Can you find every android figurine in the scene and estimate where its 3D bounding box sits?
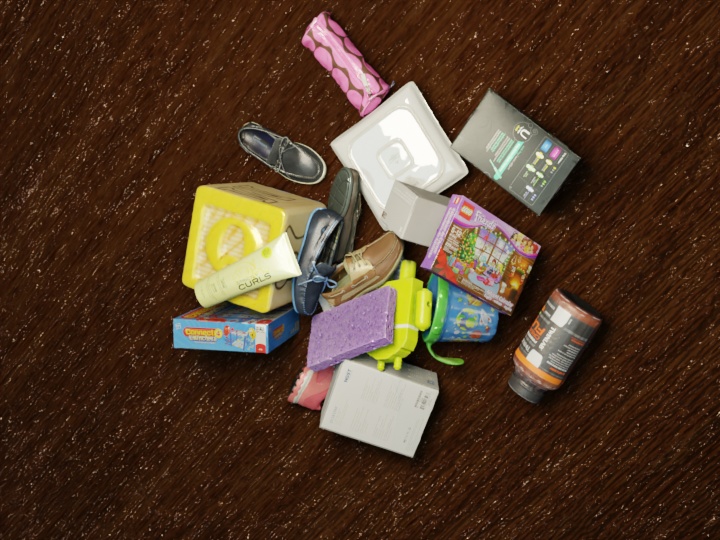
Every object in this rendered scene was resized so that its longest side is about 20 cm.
[{"bbox_3d":[0.061,0.086,1.550,0.180,0.041,0.206,-13,66,46],"label":"android figurine"}]

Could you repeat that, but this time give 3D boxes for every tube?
[{"bbox_3d":[-0.201,0.006,1.457,0.196,0.053,0.058,-23,128,17],"label":"tube"}]

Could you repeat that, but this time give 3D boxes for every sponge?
[{"bbox_3d":[-0.017,0.109,1.547,0.197,0.114,0.030,-23,136,34],"label":"sponge"}]

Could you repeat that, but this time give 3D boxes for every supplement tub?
[{"bbox_3d":[0.353,0.143,1.529,0.106,0.107,0.203,31,104,7],"label":"supplement tub"}]

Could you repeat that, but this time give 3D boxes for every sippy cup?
[{"bbox_3d":[0.190,0.075,1.549,0.127,0.142,0.180,9,133,-6],"label":"sippy cup"}]

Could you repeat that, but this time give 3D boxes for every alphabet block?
[{"bbox_3d":[-0.198,-0.051,1.578,0.192,0.199,0.201,15,101,18],"label":"alphabet block"}]

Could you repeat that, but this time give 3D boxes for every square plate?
[{"bbox_3d":[0.069,-0.209,1.536,0.198,0.028,0.201,-33,89,18],"label":"square plate"}]

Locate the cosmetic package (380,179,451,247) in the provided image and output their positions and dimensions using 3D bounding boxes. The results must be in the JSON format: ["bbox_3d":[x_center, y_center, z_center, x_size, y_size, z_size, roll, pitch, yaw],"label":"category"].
[{"bbox_3d":[0.146,-0.087,1.497,0.196,0.107,0.092,17,105,-30],"label":"cosmetic package"}]

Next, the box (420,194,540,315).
[{"bbox_3d":[0.214,-0.025,1.454,0.197,0.039,0.140,27,85,-27],"label":"box"}]

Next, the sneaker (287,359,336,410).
[{"bbox_3d":[-0.071,0.200,1.668,0.085,0.074,0.202,29,117,-8],"label":"sneaker"}]

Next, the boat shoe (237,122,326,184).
[{"bbox_3d":[-0.158,-0.228,1.623,0.197,0.062,0.076,30,103,6],"label":"boat shoe"}]

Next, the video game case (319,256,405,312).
[{"bbox_3d":[0.019,0.060,1.643,0.196,0.023,0.186,-24,92,16],"label":"video game case"}]

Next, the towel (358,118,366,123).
[{"bbox_3d":[0.068,-0.202,1.577,0.109,0.048,0.205,-14,96,16],"label":"towel"}]

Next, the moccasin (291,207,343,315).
[{"bbox_3d":[-0.079,-0.012,1.541,0.067,0.080,0.206,15,100,26],"label":"moccasin"}]

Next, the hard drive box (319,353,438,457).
[{"bbox_3d":[0.036,0.252,1.609,0.195,0.077,0.159,19,109,-5],"label":"hard drive box"}]

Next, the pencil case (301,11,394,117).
[{"bbox_3d":[-0.028,-0.389,1.549,0.091,0.094,0.201,-42,87,15],"label":"pencil case"}]

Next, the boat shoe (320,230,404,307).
[{"bbox_3d":[0.000,0.000,1.568,0.073,0.077,0.200,26,119,-38],"label":"boat shoe"}]

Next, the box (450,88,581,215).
[{"bbox_3d":[0.277,-0.210,1.471,0.198,0.148,0.125,37,104,5],"label":"box"}]

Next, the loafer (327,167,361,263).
[{"bbox_3d":[-0.028,-0.107,1.590,0.072,0.062,0.204,52,136,45],"label":"loafer"}]

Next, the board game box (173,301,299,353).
[{"bbox_3d":[-0.238,0.108,1.623,0.190,0.200,0.058,2,98,13],"label":"board game box"}]
